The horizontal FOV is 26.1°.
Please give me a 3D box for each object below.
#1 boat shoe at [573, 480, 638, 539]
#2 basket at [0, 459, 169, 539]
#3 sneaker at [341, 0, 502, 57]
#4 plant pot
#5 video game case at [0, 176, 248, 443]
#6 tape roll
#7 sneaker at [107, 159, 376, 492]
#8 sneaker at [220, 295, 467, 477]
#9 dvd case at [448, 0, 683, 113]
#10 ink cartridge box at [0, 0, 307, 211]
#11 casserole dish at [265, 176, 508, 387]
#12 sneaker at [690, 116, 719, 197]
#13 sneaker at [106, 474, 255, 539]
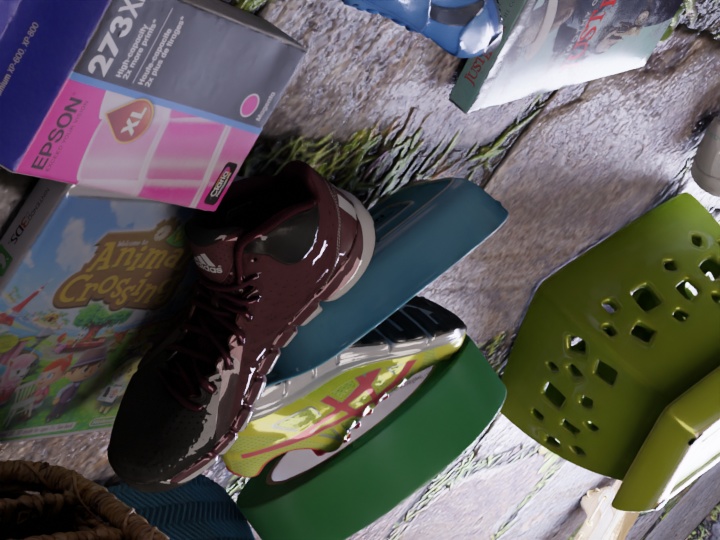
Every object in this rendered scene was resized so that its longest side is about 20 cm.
[{"bbox_3d":[0.310,0.311,1.983,0.200,0.069,0.074,-62,152,-11],"label":"boat shoe"},{"bbox_3d":[-0.210,0.137,0.740,0.200,0.143,0.149,2,135,-36],"label":"basket"},{"bbox_3d":[0.015,-0.151,0.747,0.078,0.066,0.200,-33,156,3],"label":"sneaker"},{"bbox_3d":[0.262,0.084,1.383,0.200,0.181,0.199,-30,153,-28],"label":"plant pot"},{"bbox_3d":[-0.137,0.022,0.832,0.182,0.022,0.200,-53,155,20],"label":"video game case"},{"bbox_3d":[0.007,0.121,1.081,0.200,0.048,0.200,-35,-175,4],"label":"tape roll"},{"bbox_3d":[-0.082,0.020,0.816,0.200,0.076,0.116,-53,153,-6],"label":"sneaker"},{"bbox_3d":[-0.018,0.074,1.017,0.200,0.078,0.090,-18,122,-28],"label":"sneaker"},{"bbox_3d":[0.151,-0.174,0.970,0.200,0.022,0.146,-18,146,-45],"label":"dvd case"},{"bbox_3d":[-0.105,-0.083,0.680,0.095,0.037,0.200,-58,152,12],"label":"ink cartridge box"},{"bbox_3d":[0.000,0.000,0.933,0.200,0.039,0.121,-37,-167,-23],"label":"casserole dish"},{"bbox_3d":[0.371,-0.139,1.332,0.200,0.075,0.089,-32,142,-24],"label":"sneaker"},{"bbox_3d":[-0.151,0.185,1.032,0.081,0.077,0.200,-46,152,27],"label":"sneaker"}]
